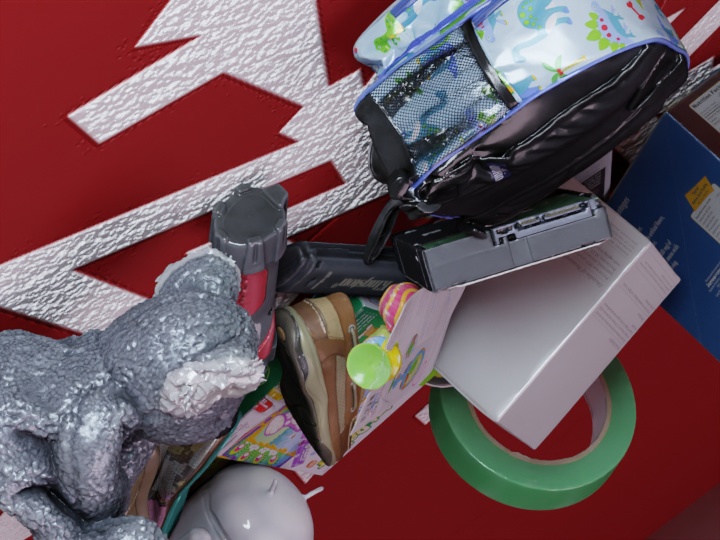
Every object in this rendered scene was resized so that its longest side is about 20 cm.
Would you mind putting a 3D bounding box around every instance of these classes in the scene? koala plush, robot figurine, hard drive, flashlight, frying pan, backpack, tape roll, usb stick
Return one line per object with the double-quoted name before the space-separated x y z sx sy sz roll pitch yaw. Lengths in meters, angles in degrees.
"koala plush" -0.151 0.081 1.351 0.200 0.178 0.184 -34 119 13
"robot figurine" -0.121 0.250 1.793 0.200 0.113 0.169 -43 162 21
"hard drive" 0.102 -0.025 1.515 0.139 0.038 0.200 -17 -175 -5
"flashlight" -0.091 0.015 1.484 0.068 0.068 0.200 1 150 -4
"frying pan" 0.033 -0.076 1.498 0.115 0.031 0.190 6 122 -56
"backpack" 0.104 -0.136 1.337 0.199 0.148 0.183 -32 166 16
"tape roll" 0.168 0.134 1.964 0.200 0.201 0.048 -25 157 -27
"usb stick" 0.000 0.000 1.614 0.055 0.033 0.200 -32 160 31

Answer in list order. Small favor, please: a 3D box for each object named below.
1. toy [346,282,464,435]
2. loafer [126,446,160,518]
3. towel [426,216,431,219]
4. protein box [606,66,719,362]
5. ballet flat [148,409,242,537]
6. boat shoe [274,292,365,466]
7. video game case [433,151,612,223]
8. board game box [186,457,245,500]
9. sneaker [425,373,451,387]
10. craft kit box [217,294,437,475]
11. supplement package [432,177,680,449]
"toy" 0.031 0.046 1.581 0.116 0.047 0.200 -68 169 19
"loafer" -0.213 0.183 1.645 0.067 0.076 0.201 -22 147 -28
"towel" 0.131 -0.119 1.591 0.148 0.037 0.200 -10 147 -51
"protein box" 0.348 -0.050 1.826 0.135 0.200 0.199 -36 163 -34
"ballet flat" -0.163 0.161 1.675 0.069 0.071 0.200 -59 -179 -41
"boat shoe" -0.022 0.089 1.632 0.074 0.076 0.200 -28 149 -13
"video game case" 0.138 -0.045 1.784 0.200 0.023 0.182 -35 159 -8
"board game box" -0.182 0.215 1.821 0.200 0.032 0.120 -40 155 12
"sneaker" 0.129 0.074 1.897 0.199 0.075 0.085 3 179 -16
"craft kit box" -0.026 0.095 1.761 0.200 0.049 0.197 -43 154 17
"supplement package" 0.158 0.034 1.726 0.200 0.117 0.117 -49 153 1
